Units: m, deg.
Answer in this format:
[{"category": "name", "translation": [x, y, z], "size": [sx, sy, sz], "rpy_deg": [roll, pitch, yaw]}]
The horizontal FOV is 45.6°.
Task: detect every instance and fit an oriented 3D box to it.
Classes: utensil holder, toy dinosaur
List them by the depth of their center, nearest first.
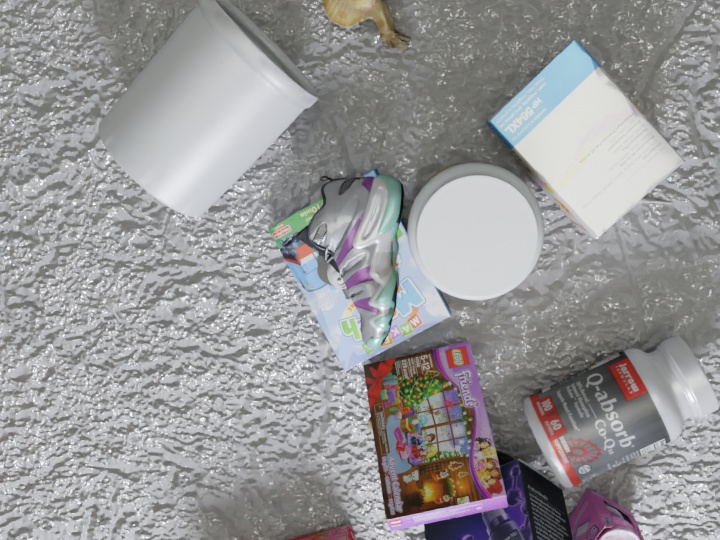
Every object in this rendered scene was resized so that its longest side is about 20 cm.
[{"category": "utensil holder", "translation": [-0.176, -0.187, 0.977], "size": [0.200, 0.170, 0.170], "rpy_deg": [-44, 92, 11]}, {"category": "toy dinosaur", "translation": [-0.014, -0.339, 0.994], "size": [0.199, 0.058, 0.101], "rpy_deg": [35, 101, 0]}]

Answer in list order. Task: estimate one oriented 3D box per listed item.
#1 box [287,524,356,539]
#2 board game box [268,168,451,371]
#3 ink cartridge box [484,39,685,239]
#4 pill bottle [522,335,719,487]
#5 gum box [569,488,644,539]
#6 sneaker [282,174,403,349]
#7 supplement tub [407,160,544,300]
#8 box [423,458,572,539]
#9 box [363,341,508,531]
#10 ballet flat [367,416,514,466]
[{"category": "box", "translation": [-0.096, 0.407, 1.085], "size": [0.198, 0.103, 0.095], "rpy_deg": [-17, 96, 9]}, {"category": "board game box", "translation": [0.000, 0.000, 1.050], "size": [0.150, 0.037, 0.201], "rpy_deg": [-28, 95, 9]}, {"category": "ink cartridge box", "translation": [0.252, -0.135, 0.958], "size": [0.125, 0.129, 0.200], "rpy_deg": [-42, 91, 10]}, {"category": "pill bottle", "translation": [0.301, 0.162, 1.001], "size": [0.199, 0.116, 0.116], "rpy_deg": [-28, 94, 9]}, {"category": "gum box", "translation": [0.267, 0.372, 1.035], "size": [0.066, 0.114, 0.201], "rpy_deg": [28, 100, 1]}, {"category": "sneaker", "translation": [-0.024, -0.013, 0.999], "size": [0.139, 0.078, 0.202], "rpy_deg": [4, 89, 6]}, {"category": "supplement tub", "translation": [0.125, -0.047, 0.947], "size": [0.144, 0.200, 0.147], "rpy_deg": [1, 98, 6]}, {"category": "box", "translation": [0.162, 0.343, 0.975], "size": [0.148, 0.201, 0.104], "rpy_deg": [-32, 130, 26]}, {"category": "box", "translation": [0.084, 0.189, 1.001], "size": [0.136, 0.039, 0.201], "rpy_deg": [-13, 53, 4]}, {"category": "ballet flat", "translation": [0.099, 0.230, 1.058], "size": [0.199, 0.066, 0.057], "rpy_deg": [22, 110, 4]}]
